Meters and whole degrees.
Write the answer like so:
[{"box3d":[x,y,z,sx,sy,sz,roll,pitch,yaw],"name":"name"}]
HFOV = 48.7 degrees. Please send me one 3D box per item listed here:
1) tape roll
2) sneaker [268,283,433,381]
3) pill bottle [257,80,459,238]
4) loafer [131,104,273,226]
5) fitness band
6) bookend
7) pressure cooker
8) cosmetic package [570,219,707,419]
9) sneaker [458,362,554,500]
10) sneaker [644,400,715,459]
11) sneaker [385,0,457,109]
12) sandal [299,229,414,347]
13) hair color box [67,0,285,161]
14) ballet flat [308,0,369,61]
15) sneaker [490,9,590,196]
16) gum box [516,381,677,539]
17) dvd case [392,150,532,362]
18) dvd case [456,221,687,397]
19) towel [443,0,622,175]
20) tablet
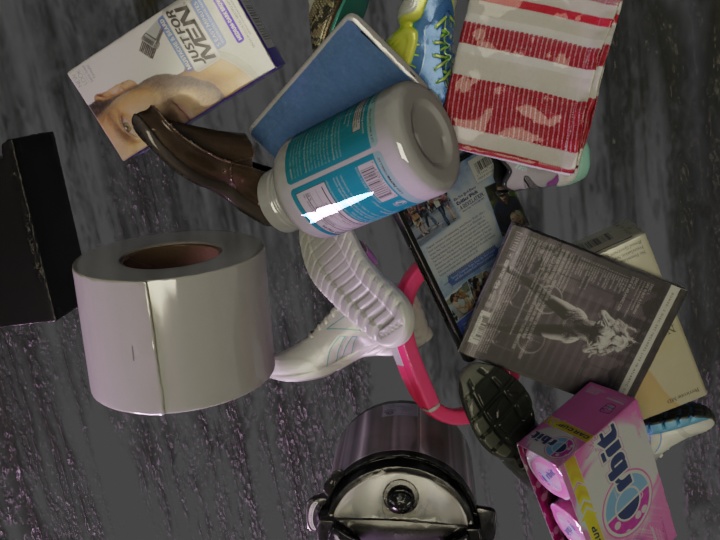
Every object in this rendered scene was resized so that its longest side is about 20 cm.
[{"box3d":[-0.195,0.047,0.851,0.200,0.203,0.141,-1,107,5],"name":"tape roll"},{"box3d":[-0.021,0.071,0.918,0.198,0.070,0.081,-18,99,2],"name":"sneaker"},{"box3d":[-0.010,-0.099,0.785,0.199,0.111,0.112,-18,106,36],"name":"pill bottle"},{"box3d":[-0.151,-0.122,0.841,0.199,0.073,0.071,32,95,-43],"name":"loafer"},{"box3d":[0.106,0.076,0.886,0.143,0.037,0.202,-26,104,-21],"name":"fitness band"},{"box3d":[-0.436,-0.040,0.902,0.198,0.092,0.201,-7,104,8],"name":"bookend"},{"box3d":[0.043,0.260,0.894,0.176,0.200,0.179,-40,100,13],"name":"pressure cooker"},{"box3d":[0.293,0.058,0.881,0.104,0.071,0.201,-25,103,10],"name":"cosmetic package"},{"box3d":[0.163,0.181,0.873,0.075,0.079,0.201,-41,105,-13],"name":"sneaker"},{"box3d":[0.313,0.212,0.919,0.198,0.075,0.087,-23,90,19],"name":"sneaker"},{"box3d":[0.073,-0.218,0.813,0.105,0.076,0.201,38,117,3],"name":"sneaker"},{"box3d":[-0.004,0.005,0.869,0.083,0.050,0.203,-54,56,30],"name":"sandal"},{"box3d":[-0.194,-0.215,0.846,0.199,0.065,0.110,-28,103,13],"name":"hair color box"},{"box3d":[-0.010,-0.305,0.812,0.075,0.068,0.201,35,101,17],"name":"ballet flat"},{"box3d":[0.153,-0.172,0.809,0.138,0.078,0.202,-15,104,-6],"name":"sneaker"},{"box3d":[0.251,0.235,0.832,0.113,0.066,0.201,-33,114,-22],"name":"gum box"},{"box3d":[0.127,-0.022,0.863,0.142,0.018,0.201,-32,104,-20],"name":"dvd case"},{"box3d":[0.220,0.051,0.834,0.198,0.016,0.150,20,105,-5],"name":"dvd case"},{"box3d":[0.163,-0.205,0.764,0.143,0.023,0.202,15,98,12],"name":"towel"},{"box3d":[-0.021,-0.157,0.828,0.130,0.014,0.200,43,133,-11],"name":"tablet"}]
